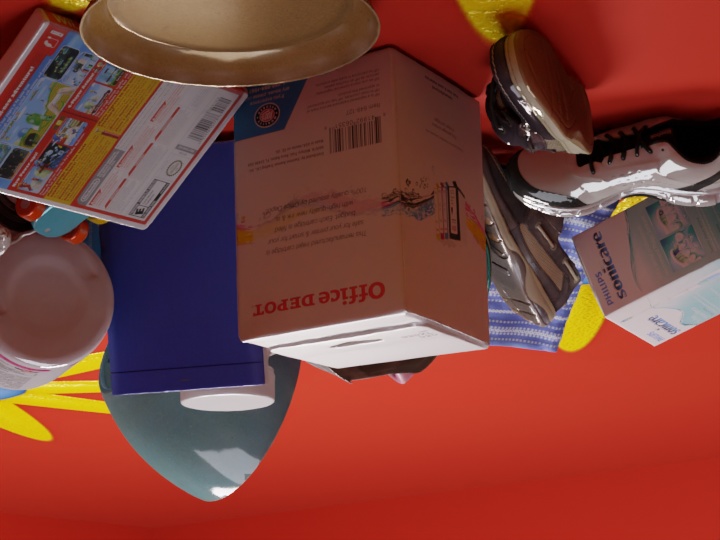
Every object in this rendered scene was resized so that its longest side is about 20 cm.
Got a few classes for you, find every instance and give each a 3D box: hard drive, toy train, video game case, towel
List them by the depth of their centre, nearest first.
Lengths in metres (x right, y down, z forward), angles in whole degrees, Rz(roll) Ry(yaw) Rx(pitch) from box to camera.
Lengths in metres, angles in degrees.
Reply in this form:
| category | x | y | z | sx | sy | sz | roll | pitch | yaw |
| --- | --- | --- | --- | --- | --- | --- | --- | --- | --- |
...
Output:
| category | x | y | z | sx | sy | sz | roll | pitch | yaw |
| --- | --- | --- | --- | --- | --- | --- | --- | --- | --- |
| video game case | -0.191 | -0.104 | 1.258 | 0.199 | 0.017 | 0.143 | 15 | 122 | -49 |
| toy train | -0.239 | -0.094 | 1.313 | 0.149 | 0.056 | 0.200 | -8 | 145 | -28 |
| hard drive | -0.149 | -0.002 | 1.442 | 0.131 | 0.202 | 0.025 | -5 | 180 | 10 |
| towel | 0.148 | -0.008 | 1.589 | 0.144 | 0.024 | 0.201 | 4 | 125 | -21 |

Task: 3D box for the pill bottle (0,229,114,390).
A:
| category | x | y | z | sx | sy | sz | roll | pitch | yaw |
| --- | --- | --- | --- | --- | --- | --- | --- | --- | --- |
| pill bottle | -0.282 | 0.040 | 1.470 | 0.113 | 0.114 | 0.200 | 3 | 167 | -20 |

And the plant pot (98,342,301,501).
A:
| category | x | y | z | sx | sy | sz | roll | pitch | yaw |
| --- | --- | --- | --- | --- | --- | --- | --- | --- | --- |
| plant pot | -0.164 | 0.097 | 1.628 | 0.134 | 0.201 | 0.200 | 27 | 153 | -25 |

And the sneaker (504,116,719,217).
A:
| category | x | y | z | sx | sy | sz | roll | pitch | yaw |
| --- | --- | --- | --- | --- | --- | --- | --- | --- | --- |
| sneaker | 0.217 | -0.095 | 1.428 | 0.198 | 0.074 | 0.080 | -6 | 151 | -3 |

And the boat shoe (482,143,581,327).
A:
| category | x | y | z | sx | sy | sz | roll | pitch | yaw |
| --- | --- | --- | --- | --- | --- | --- | --- | --- | --- |
| boat shoe | 0.135 | -0.042 | 1.514 | 0.074 | 0.073 | 0.201 | 33 | 158 | 48 |

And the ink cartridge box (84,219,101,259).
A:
| category | x | y | z | sx | sy | sz | roll | pitch | yaw |
| --- | --- | --- | --- | --- | --- | --- | --- | --- | --- |
| ink cartridge box | -0.306 | -0.002 | 1.654 | 0.198 | 0.085 | 0.145 | -3 | 165 | -1 |

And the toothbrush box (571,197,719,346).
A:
| category | x | y | z | sx | sy | sz | roll | pitch | yaw |
| --- | --- | --- | --- | --- | --- | --- | --- | --- | --- |
| toothbrush box | 0.310 | -0.022 | 1.547 | 0.199 | 0.086 | 0.146 | -30 | 156 | 19 |

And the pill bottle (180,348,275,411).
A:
| category | x | y | z | sx | sy | sz | roll | pitch | yaw |
| --- | --- | --- | --- | --- | --- | --- | --- | --- | --- |
| pill bottle | -0.118 | 0.016 | 1.515 | 0.110 | 0.202 | 0.111 | -2 | 166 | -1 |

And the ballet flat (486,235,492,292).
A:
| category | x | y | z | sx | sy | sz | roll | pitch | yaw |
| --- | --- | --- | --- | --- | --- | --- | --- | --- | --- |
| ballet flat | 0.070 | -0.038 | 1.472 | 0.067 | 0.062 | 0.201 | -21 | 133 | -11 |

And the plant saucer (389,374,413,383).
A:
| category | x | y | z | sx | sy | sz | roll | pitch | yaw |
| --- | --- | --- | --- | --- | --- | --- | --- | --- | --- |
| plant saucer | -0.009 | 0.018 | 1.645 | 0.051 | 0.201 | 0.201 | -41 | 166 | -6 |

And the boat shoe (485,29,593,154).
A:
| category | x | y | z | sx | sy | sz | roll | pitch | yaw |
| --- | --- | --- | --- | --- | --- | --- | --- | --- | --- |
| boat shoe | 0.123 | -0.122 | 1.281 | 0.064 | 0.072 | 0.200 | -12 | 169 | 18 |

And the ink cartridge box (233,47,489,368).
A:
| category | x | y | z | sx | sy | sz | roll | pitch | yaw |
| --- | --- | --- | --- | --- | --- | --- | --- | --- | --- |
| ink cartridge box | 0.002 | -0.039 | 1.319 | 0.146 | 0.202 | 0.144 | -10 | 163 | 29 |

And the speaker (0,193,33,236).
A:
| category | x | y | z | sx | sy | sz | roll | pitch | yaw |
| --- | --- | --- | --- | --- | --- | --- | --- | --- | --- |
| speaker | -0.338 | -0.047 | 1.484 | 0.081 | 0.082 | 0.199 | 10 | 161 | -38 |

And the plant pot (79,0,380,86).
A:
| category | x | y | z | sx | sy | sz | roll | pitch | yaw |
| --- | --- | --- | --- | --- | --- | --- | --- | --- | --- |
| plant pot | -0.086 | -0.169 | 1.157 | 0.198 | 0.028 | 0.200 | -3 | 165 | -1 |

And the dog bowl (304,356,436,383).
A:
| category | x | y | z | sx | sy | sz | roll | pitch | yaw |
| --- | --- | --- | --- | --- | --- | --- | --- | --- | --- |
| dog bowl | 0.000 | 0.000 | 1.499 | 0.199 | 0.202 | 0.058 | 11 | 173 | -41 |
